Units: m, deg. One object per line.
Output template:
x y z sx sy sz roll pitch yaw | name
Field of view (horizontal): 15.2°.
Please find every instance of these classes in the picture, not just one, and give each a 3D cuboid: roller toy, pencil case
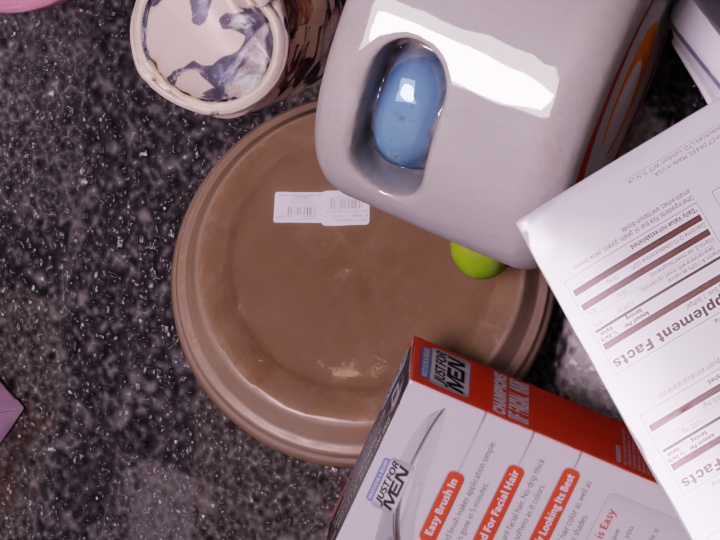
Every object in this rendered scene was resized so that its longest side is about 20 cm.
0.062 -0.108 1.283 0.139 0.182 0.201 23 84 10 | roller toy
-0.038 -0.128 1.342 0.078 0.200 0.090 44 113 8 | pencil case

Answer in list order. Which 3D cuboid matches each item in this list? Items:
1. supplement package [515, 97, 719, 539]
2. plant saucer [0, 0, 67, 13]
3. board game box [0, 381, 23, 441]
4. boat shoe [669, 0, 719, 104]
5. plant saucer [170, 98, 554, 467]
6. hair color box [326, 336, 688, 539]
0.188 0.042 1.132 0.147 0.191 0.201 -31 76 8 | supplement package
-0.187 -0.246 1.524 0.200 0.051 0.202 4 98 33 | plant saucer
-0.323 0.086 1.651 0.199 0.043 0.200 46 117 19 | board game box
0.199 -0.042 1.279 0.065 0.073 0.200 -42 71 24 | boat shoe
0.000 0.000 1.376 0.199 0.029 0.201 -2 73 6 | plant saucer
0.094 0.125 1.318 0.199 0.064 0.111 23 110 -5 | hair color box
